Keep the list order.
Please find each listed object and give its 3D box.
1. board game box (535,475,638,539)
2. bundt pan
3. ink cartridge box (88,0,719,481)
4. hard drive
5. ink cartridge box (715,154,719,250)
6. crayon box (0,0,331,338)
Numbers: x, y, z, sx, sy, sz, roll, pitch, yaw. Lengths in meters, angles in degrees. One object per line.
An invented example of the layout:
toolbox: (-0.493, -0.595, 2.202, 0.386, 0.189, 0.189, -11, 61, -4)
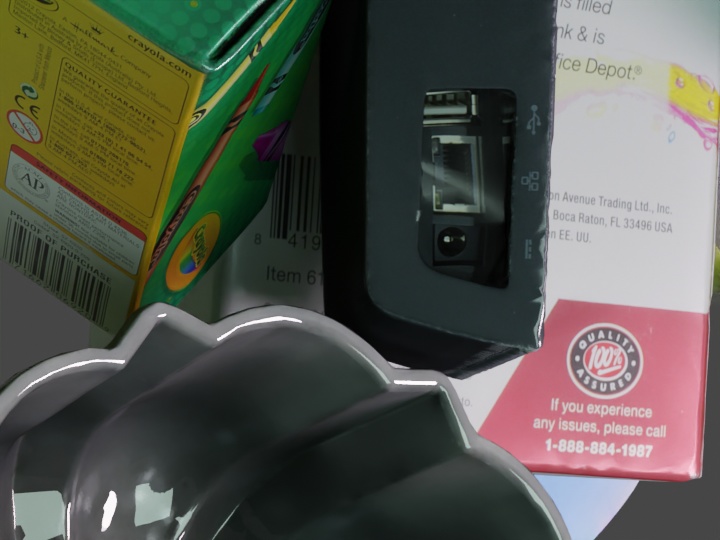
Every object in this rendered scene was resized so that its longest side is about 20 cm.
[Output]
board game box: (0.000, 0.000, 0.812, 0.158, 0.039, 0.200, -12, 94, -29)
bundt pan: (-0.037, 0.111, 0.603, 0.202, 0.076, 0.202, 14, 68, -38)
ink cartridge box: (0.015, -0.049, 0.749, 0.146, 0.083, 0.200, 6, 85, -28)
hard drive: (0.017, -0.079, 0.634, 0.042, 0.135, 0.200, 2, 85, -5)
ink cartridge box: (0.156, -0.058, 0.830, 0.116, 0.068, 0.200, -26, 159, -16)
crayon box: (-0.105, -0.083, 0.626, 0.200, 0.119, 0.058, 35, 60, 8)
